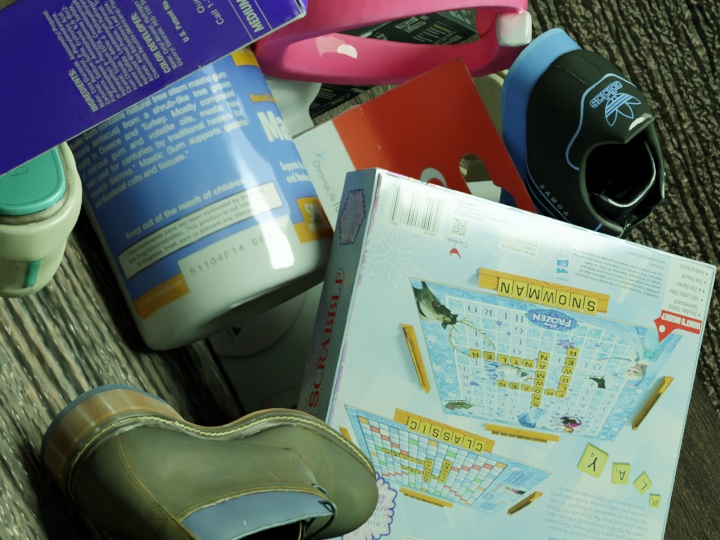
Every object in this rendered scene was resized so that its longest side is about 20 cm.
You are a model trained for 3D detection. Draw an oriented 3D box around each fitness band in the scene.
[{"bbox_3d":[0.013,-0.123,1.294,0.200,0.142,0.038,128,-41,-85],"label":"fitness band"}]

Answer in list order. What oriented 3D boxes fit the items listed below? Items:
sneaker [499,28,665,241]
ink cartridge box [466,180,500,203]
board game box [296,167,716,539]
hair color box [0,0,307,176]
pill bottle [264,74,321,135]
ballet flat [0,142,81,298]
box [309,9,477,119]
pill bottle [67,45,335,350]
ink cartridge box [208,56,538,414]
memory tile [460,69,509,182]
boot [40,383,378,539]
[{"bbox_3d":[0.119,-0.037,1.307,0.078,0.070,0.201,42,-19,30],"label":"sneaker"},{"bbox_3d":[0.064,0.055,1.426,0.146,0.083,0.202,-5,101,-43],"label":"ink cartridge box"},{"bbox_3d":[0.066,0.071,1.237,0.041,0.199,0.201,-2,-106,66],"label":"board game box"},{"bbox_3d":[-0.119,-0.098,0.998,0.065,0.199,0.109,57,13,-20],"label":"hair color box"},{"bbox_3d":[-0.089,-0.131,1.415,0.201,0.111,0.112,65,12,2],"label":"pill bottle"},{"bbox_3d":[-0.161,-0.069,1.122,0.070,0.069,0.201,52,19,-45],"label":"ballet flat"},{"bbox_3d":[-0.018,-0.146,1.641,0.044,0.159,0.200,64,12,5],"label":"box"},{"bbox_3d":[-0.097,-0.071,1.257,0.201,0.111,0.112,66,12,5],"label":"pill bottle"},{"bbox_3d":[0.000,0.000,1.320,0.057,0.199,0.164,-33,97,-50],"label":"ink cartridge box"},{"bbox_3d":[0.098,-0.026,1.535,0.201,0.017,0.153,63,-26,-6],"label":"memory tile"},{"bbox_3d":[-0.042,0.111,1.081,0.199,0.075,0.097,14,24,-49],"label":"boot"}]
